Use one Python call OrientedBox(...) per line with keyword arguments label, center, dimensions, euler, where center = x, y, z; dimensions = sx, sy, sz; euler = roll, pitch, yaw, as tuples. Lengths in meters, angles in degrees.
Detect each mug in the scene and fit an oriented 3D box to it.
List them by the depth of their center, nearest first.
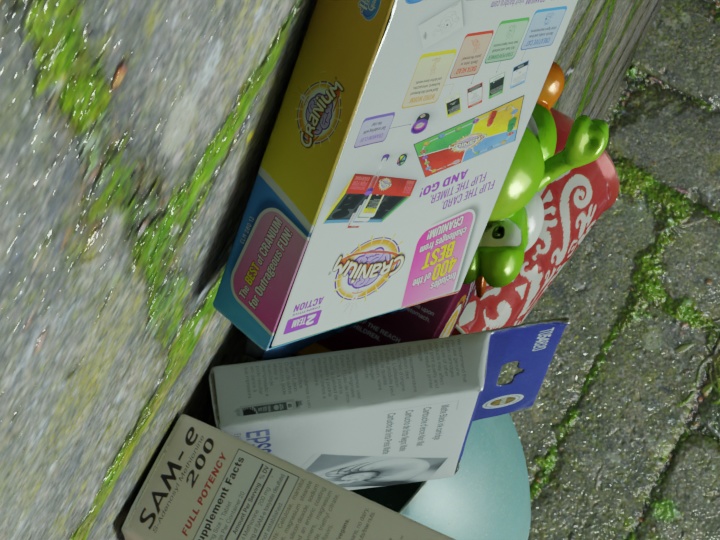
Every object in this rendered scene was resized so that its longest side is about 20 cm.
OrientedBox(label="mug", center=(0.099, -0.010, 1.592), dimensions=(0.200, 0.133, 0.178), euler=(-55, 168, -27))

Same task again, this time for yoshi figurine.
OrientedBox(label="yoshi figurine", center=(0.078, -0.075, 1.154), dimensions=(0.112, 0.112, 0.200), euler=(-28, -151, 22))

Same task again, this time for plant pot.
OrientedBox(label="plant pot", center=(0.039, 0.158, 1.377), dimensions=(0.200, 0.135, 0.201), euler=(-35, -150, 24))

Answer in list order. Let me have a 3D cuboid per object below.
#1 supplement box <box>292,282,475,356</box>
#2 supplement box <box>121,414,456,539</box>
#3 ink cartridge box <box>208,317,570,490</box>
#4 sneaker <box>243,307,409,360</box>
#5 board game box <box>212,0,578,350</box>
OrientedBox(label="supplement box", center=(0.029, 0.003, 1.301), dimensions=(0.201, 0.085, 0.110), euler=(-60, 172, -21))
OrientedBox(label="supplement box", center=(-0.022, 0.165, 1.073), dimensions=(0.126, 0.199, 0.074), euler=(95, 20, -69))
OrientedBox(label="ink cartridge box", center=(0.016, 0.086, 1.150), dimensions=(0.200, 0.199, 0.041), euler=(92, -12, -71))
OrientedBox(label="sneaker", center=(0.000, 0.000, 1.135), dimensions=(0.200, 0.078, 0.066), euler=(-49, 167, -56))
OrientedBox(label="board game box", center=(0.021, -0.067, 0.947), dimensions=(0.153, 0.040, 0.201), euler=(-15, 134, -49))
